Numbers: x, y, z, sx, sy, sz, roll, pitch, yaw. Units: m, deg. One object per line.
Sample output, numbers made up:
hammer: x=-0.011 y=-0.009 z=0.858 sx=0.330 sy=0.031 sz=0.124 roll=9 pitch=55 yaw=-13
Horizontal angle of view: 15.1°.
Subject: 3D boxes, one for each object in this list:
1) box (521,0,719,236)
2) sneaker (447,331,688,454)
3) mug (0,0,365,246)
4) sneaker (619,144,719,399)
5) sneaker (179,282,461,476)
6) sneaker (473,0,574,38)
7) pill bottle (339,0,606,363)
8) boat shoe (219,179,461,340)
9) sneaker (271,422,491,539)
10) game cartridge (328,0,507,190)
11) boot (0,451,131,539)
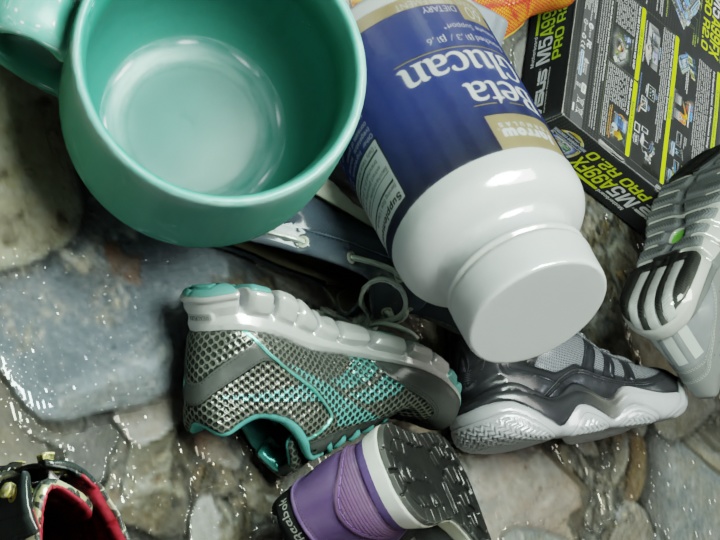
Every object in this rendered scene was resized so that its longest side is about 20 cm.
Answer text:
box: x=0.181 y=-0.138 z=1.830 sx=0.160 sy=0.044 sz=0.201 roll=35 pitch=51 yaw=-35
sneaker: x=0.125 y=0.047 z=1.659 sx=0.199 sy=0.075 sz=0.115 roll=-4 pitch=79 yaw=-46
mug: x=-0.092 y=-0.102 z=1.427 sx=0.152 sy=0.114 sz=0.185 roll=-39 pitch=85 yaw=-19
sneaker: x=0.233 y=0.009 z=1.743 sx=0.116 sy=0.075 sz=0.200 roll=56 pitch=43 yaw=-22
sneaker: x=-0.027 y=0.071 z=1.498 sx=0.199 sy=0.077 sz=0.092 roll=19 pitch=76 yaw=-39
sneaker: x=0.063 y=-0.162 z=1.702 sx=0.199 sy=0.073 sz=0.078 roll=-12 pitch=98 yaw=-43
pill bottle: x=0.055 y=-0.051 z=1.475 sx=0.111 sy=0.111 sz=0.201 roll=12 pitch=40 yaw=-45
boat shoe: x=0.000 y=0.000 z=1.536 sx=0.199 sy=0.075 sz=0.062 roll=30 pitch=68 yaw=-26
sneaker: x=0.009 y=0.135 z=1.506 sx=0.200 sy=0.087 sz=0.076 roll=36 pitch=30 yaw=-65
game cartridge: x=-0.007 y=-0.118 z=1.577 sx=0.199 sy=0.041 sz=0.134 roll=21 pitch=78 yaw=-36
boot: x=-0.193 y=0.095 z=1.221 sx=0.073 sy=0.153 sz=0.204 roll=-39 pitch=104 yaw=-49
